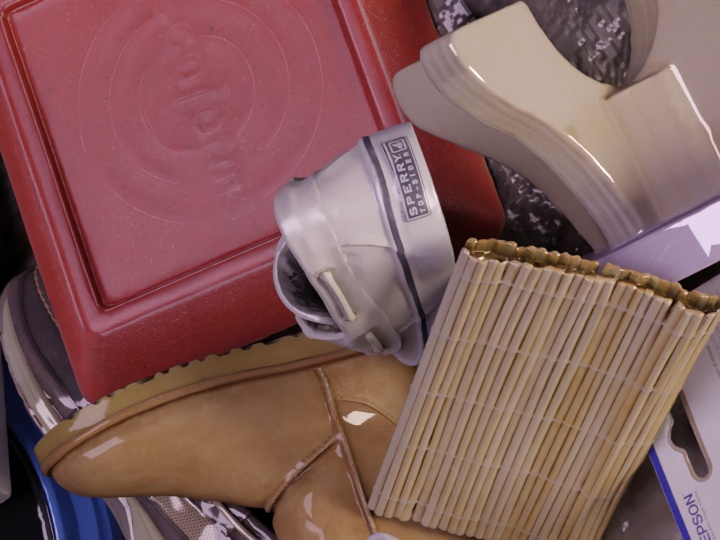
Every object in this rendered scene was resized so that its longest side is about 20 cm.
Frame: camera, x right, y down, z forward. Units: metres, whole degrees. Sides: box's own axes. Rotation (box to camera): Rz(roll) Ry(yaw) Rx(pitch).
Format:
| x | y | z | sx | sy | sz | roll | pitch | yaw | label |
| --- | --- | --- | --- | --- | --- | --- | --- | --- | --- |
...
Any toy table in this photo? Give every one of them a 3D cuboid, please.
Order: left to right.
| x | y | z | sx | sy | sz | roll | pitch | yaw | label |
| --- | --- | --- | --- | --- | --- | --- | --- | --- | --- |
| 0.100 | -0.054 | 1.070 | 0.199 | 0.184 | 0.118 | -27 | 90 | 29 | toy table |

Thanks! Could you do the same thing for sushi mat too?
| x | y | z | sx | sy | sz | roll | pitch | yaw | label |
| --- | --- | --- | --- | --- | --- | --- | --- | --- | --- |
| 0.065 | 0.053 | 1.075 | 0.095 | 0.200 | 0.012 | 14 | 57 | -3 | sushi mat |

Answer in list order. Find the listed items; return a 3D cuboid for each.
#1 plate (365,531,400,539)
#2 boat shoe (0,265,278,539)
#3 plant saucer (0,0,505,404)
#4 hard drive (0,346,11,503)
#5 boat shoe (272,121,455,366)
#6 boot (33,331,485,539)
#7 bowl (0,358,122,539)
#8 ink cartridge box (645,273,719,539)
| x | y | z | sx | sy | sz | roll | pitch | yaw | label |
| --- | --- | --- | --- | --- | --- | --- | --- | --- | --- |
| 0.041 | 0.226 | 1.086 | 0.199 | 0.032 | 0.200 | 41 | 123 | 20 | plate |
| -0.082 | 0.073 | 1.256 | 0.073 | 0.074 | 0.200 | -40 | 74 | 14 | boat shoe |
| -0.064 | -0.071 | 1.216 | 0.199 | 0.037 | 0.200 | -22 | 77 | 11 | plant saucer |
| -0.222 | 0.030 | 1.330 | 0.131 | 0.026 | 0.201 | -24 | 59 | 29 | hard drive |
| 0.000 | 0.000 | 1.092 | 0.065 | 0.200 | 0.072 | -18 | 80 | -2 | boat shoe |
| -0.020 | 0.129 | 1.165 | 0.174 | 0.066 | 0.201 | -18 | 76 | -10 | boot |
| -0.198 | 0.137 | 1.346 | 0.200 | 0.039 | 0.202 | 0 | 90 | 34 | bowl |
| 0.188 | 0.024 | 1.052 | 0.200 | 0.037 | 0.095 | -32 | 68 | 31 | ink cartridge box |
